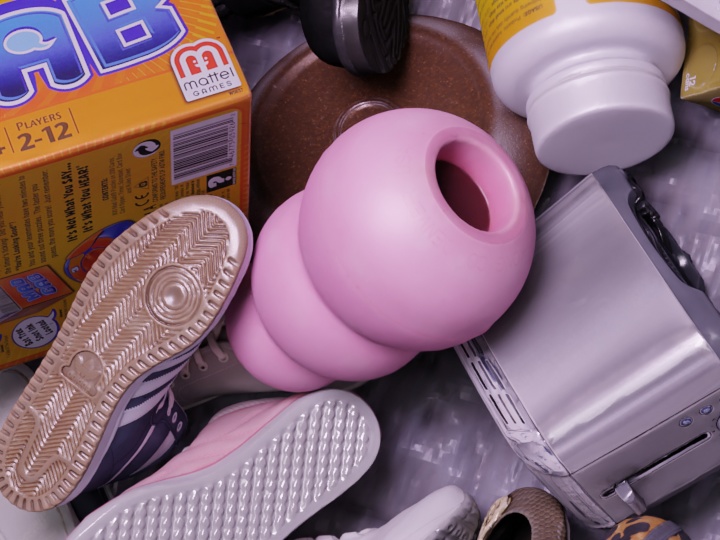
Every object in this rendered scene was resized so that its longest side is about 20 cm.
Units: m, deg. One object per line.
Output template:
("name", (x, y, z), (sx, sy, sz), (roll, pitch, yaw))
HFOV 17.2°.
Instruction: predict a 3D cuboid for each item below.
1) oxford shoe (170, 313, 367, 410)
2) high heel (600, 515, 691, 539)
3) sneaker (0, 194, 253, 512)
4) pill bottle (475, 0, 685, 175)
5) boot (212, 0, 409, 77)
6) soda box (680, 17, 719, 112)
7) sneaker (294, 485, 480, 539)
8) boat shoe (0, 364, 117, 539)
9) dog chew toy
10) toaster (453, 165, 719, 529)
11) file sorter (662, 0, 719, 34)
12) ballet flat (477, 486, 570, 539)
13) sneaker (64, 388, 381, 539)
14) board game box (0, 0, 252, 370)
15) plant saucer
("oxford shoe", (-0.087, 0.042, 1.370), (0.199, 0.058, 0.076), (-3, 76, 18))
("high heel", (0.104, 0.213, 1.214), (0.071, 0.143, 0.200), (34, 87, 19))
("sneaker", (-0.114, 0.041, 1.286), (0.070, 0.108, 0.200), (41, 104, 15))
("pill bottle", (0.117, -0.159, 1.324), (0.109, 0.109, 0.201), (-15, 64, 13))
("boot", (-0.054, -0.166, 1.372), (0.157, 0.080, 0.211), (-10, 31, 11))
("soda box", (0.231, -0.186, 1.317), (0.068, 0.064, 0.201), (-13, 66, 56))
("sneaker", (-0.024, 0.177, 1.307), (0.200, 0.075, 0.087), (-37, 58, 2))
("boat shoe", (-0.169, 0.136, 1.362), (0.075, 0.062, 0.200), (-46, 47, 14))
("dog chew toy", (0.000, 0.000, 1.247), (0.200, 0.124, 0.125), (-36, 62, 44))
("toaster", (0.128, 0.039, 1.262), (0.129, 0.114, 0.200), (-36, 46, 8))
("file sorter", (0.265, -0.179, 1.222), (0.199, 0.124, 0.139), (27, 71, -22))
("ballet flat", (0.080, 0.162, 1.221), (0.046, 0.200, 0.068), (18, 108, -9))
("sneaker", (-0.085, 0.132, 1.309), (0.200, 0.105, 0.076), (-32, 97, -15))
("board game box", (-0.186, -0.088, 1.289), (0.199, 0.200, 0.201), (-18, 63, -14))
("plant saucer", (0.008, -0.072, 1.357), (0.199, 0.037, 0.201), (-8, 59, 13))
